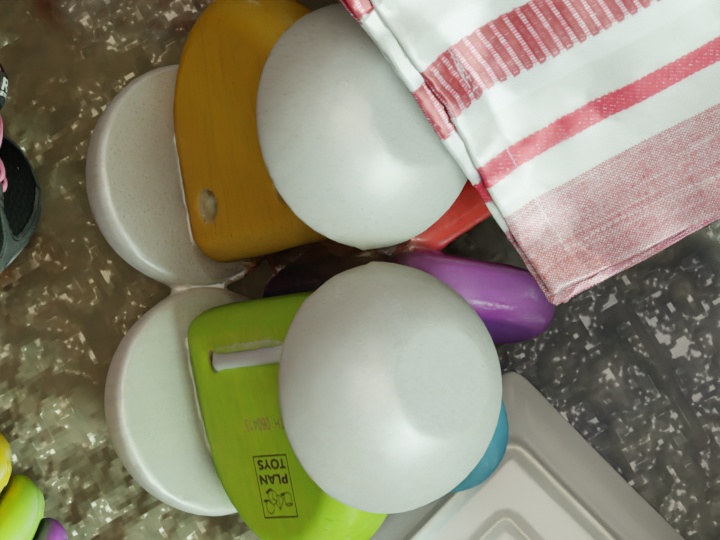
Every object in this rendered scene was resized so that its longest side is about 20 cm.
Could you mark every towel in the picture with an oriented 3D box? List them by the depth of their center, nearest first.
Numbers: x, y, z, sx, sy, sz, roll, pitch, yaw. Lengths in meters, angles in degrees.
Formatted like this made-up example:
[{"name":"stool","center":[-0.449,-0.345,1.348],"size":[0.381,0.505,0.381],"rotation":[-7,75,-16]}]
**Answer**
[{"name":"towel","center":[0.072,-0.094,0.834],"size":[0.144,0.023,0.200],"rotation":[-29,116,17]}]

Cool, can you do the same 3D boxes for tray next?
[{"name":"tray","center":[0.024,0.144,1.003],"size":[0.107,0.022,0.200],"rotation":[45,88,2]}]

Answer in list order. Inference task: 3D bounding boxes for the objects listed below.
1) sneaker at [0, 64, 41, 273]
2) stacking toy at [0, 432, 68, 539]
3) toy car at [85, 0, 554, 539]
[{"name":"sneaker","center":[-0.149,-0.038,0.924],"size":[0.095,0.200,0.079],"rotation":[-33,80,16]},{"name":"stacking toy","center":[-0.146,0.104,0.978],"size":[0.200,0.116,0.110],"rotation":[42,108,-14]},{"name":"toy car","center":[0.000,0.000,0.960],"size":[0.150,0.175,0.201],"rotation":[-2,85,-36]}]
